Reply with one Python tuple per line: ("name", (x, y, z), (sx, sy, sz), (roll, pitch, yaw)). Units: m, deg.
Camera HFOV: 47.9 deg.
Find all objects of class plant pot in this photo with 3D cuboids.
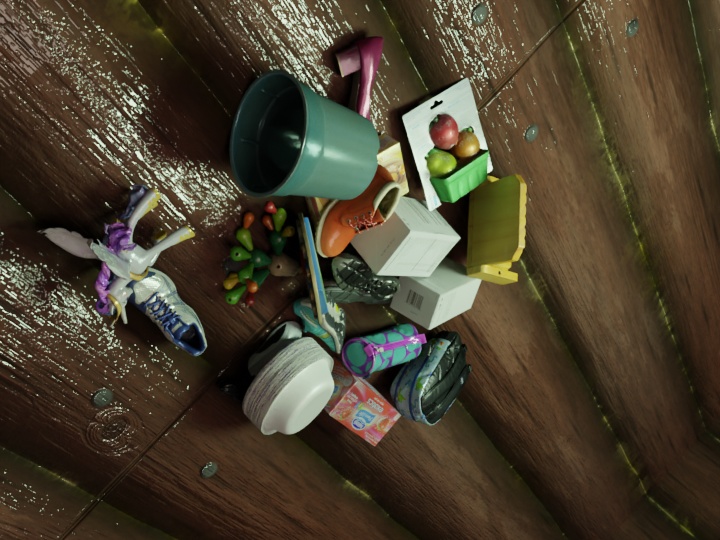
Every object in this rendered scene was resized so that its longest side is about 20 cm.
("plant pot", (-0.082, -0.207, 1.348), (0.194, 0.200, 0.204), (8, 113, -44))

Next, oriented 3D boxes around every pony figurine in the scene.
("pony figurine", (-0.377, -0.033, 1.273), (0.202, 0.164, 0.194), (-55, 141, -18))

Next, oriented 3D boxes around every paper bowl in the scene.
("paper bowl", (-0.130, 0.241, 1.604), (0.200, 0.104, 0.202), (-43, 161, -19))

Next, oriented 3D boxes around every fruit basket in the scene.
("fruit basket", (0.171, -0.249, 1.603), (0.184, 0.093, 0.203), (-34, 113, -26))

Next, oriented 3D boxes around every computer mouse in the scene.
("computer mouse", (-0.186, 0.186, 1.617), (0.200, 0.044, 0.110), (-48, 134, -3))

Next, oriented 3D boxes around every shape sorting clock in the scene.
("shape sorting clock", (-0.094, -0.004, 1.468), (0.038, 0.202, 0.203), (-12, 128, -1))

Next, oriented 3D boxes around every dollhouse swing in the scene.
("dollhouse swing", (0.319, -0.088, 1.689), (0.179, 0.174, 0.205), (12, 77, -41))

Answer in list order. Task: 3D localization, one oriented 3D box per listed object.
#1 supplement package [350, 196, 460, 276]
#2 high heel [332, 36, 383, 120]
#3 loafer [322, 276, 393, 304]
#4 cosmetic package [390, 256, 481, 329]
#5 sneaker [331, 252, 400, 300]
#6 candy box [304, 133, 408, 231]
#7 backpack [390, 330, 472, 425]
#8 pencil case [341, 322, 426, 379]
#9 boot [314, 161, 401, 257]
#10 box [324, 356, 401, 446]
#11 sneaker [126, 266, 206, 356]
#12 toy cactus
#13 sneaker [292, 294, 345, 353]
("supplement package", (0.085, -0.066, 1.574), (0.114, 0.110, 0.198), (-51, 153, 22))
("high heel", (0.020, -0.309, 1.443), (0.094, 0.068, 0.203), (-23, 126, -11))
("loafer", (-0.011, 0.029, 1.654), (0.197, 0.064, 0.071), (7, 154, -39))
("cosmetic package", (0.162, 0.043, 1.710), (0.198, 0.106, 0.086), (-16, 129, -54))
("sneaker", (0.000, 0.000, 1.577), (0.075, 0.080, 0.199), (-37, 147, 18))
("candy box", (-0.008, -0.158, 1.529), (0.198, 0.055, 0.117), (-31, 132, -17))
("backpack", (0.159, 0.259, 1.857), (0.202, 0.150, 0.165), (-64, 146, -43))
("pencil case", (0.051, 0.168, 1.729), (0.198, 0.091, 0.087), (-12, 82, -53))
("boot", (-0.005, -0.097, 1.458), (0.074, 0.107, 0.202), (23, 105, -46))
("box", (-0.013, 0.287, 1.776), (0.095, 0.102, 0.200), (-47, 136, -1))
("sneaker", (-0.329, 0.071, 1.403), (0.075, 0.088, 0.200), (-43, 133, -3))
("toy cactus", (-0.167, -0.019, 1.480), (0.164, 0.101, 0.204), (16, 98, -53))
("sneaker", (-0.077, 0.103, 1.638), (0.201, 0.078, 0.079), (63, 30, -55))
